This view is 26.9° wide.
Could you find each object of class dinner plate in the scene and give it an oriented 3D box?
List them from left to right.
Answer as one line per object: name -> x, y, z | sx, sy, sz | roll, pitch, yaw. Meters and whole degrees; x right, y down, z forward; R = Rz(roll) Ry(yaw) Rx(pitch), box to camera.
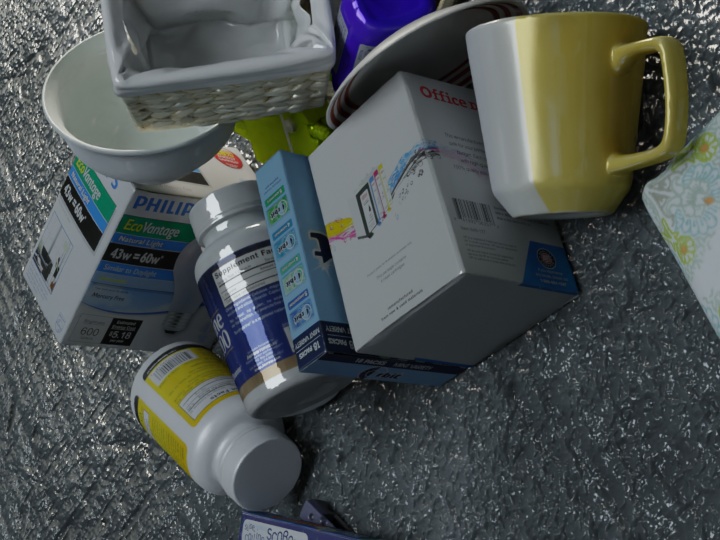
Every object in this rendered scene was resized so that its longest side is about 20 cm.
dinner plate -> 0.055, -0.182, 1.312 | 0.200, 0.199, 0.024 | -40, 71, 37

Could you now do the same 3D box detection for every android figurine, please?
android figurine -> -0.079, -0.147, 1.521 | 0.200, 0.041, 0.183 | 35, 148, 46

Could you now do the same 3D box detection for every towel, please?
towel -> 0.311, -0.053, 1.104 | 0.200, 0.048, 0.172 | -48, 47, 33

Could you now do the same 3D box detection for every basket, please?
basket -> -0.126, -0.211, 1.358 | 0.124, 0.198, 0.137 | 91, 170, -70

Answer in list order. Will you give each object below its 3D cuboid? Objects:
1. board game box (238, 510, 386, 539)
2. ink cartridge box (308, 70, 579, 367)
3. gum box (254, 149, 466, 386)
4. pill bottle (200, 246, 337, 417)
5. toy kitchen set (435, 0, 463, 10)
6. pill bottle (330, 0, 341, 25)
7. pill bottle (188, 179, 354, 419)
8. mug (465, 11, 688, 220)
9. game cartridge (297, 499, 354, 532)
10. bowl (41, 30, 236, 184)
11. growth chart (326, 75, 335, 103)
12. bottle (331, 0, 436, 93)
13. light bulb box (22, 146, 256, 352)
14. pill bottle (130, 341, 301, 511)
board game box -> -0.050, 0.307, 1.417 | 0.199, 0.034, 0.137 | 3, 84, 50
ink cartridge box -> 0.067, -0.042, 1.309 | 0.144, 0.146, 0.202 | -38, 56, 39
gum box -> 0.000, 0.000, 1.363 | 0.044, 0.169, 0.202 | -37, 57, 38
pill bottle -> -0.088, 0.035, 1.502 | 0.114, 0.113, 0.202 | -39, 56, 38
toy kitchen set -> 0.094, -0.264, 1.323 | 0.162, 0.200, 0.182 | 26, 107, 6
pill bottle -> -0.091, -0.280, 1.542 | 0.199, 0.115, 0.117 | 20, 98, 49
pill bottle -> -0.087, 0.024, 1.381 | 0.111, 0.110, 0.202 | -37, 68, 39
mug -> 0.164, -0.121, 1.208 | 0.187, 0.148, 0.155 | 168, 100, -82
game cartridge -> -0.016, 0.325, 1.426 | 0.200, 0.038, 0.131 | 38, 108, 46
bowl -> -0.204, -0.149, 1.473 | 0.202, 0.199, 0.091 | 56, 160, 39
growth chart -> -0.051, -0.226, 1.586 | 0.199, 0.018, 0.146 | 11, 90, 49
bottle -> 0.013, -0.197, 1.366 | 0.200, 0.083, 0.066 | 111, 139, -68
light bulb box -> -0.223, -0.029, 1.610 | 0.125, 0.197, 0.201 | 51, 122, 39
pill bottle -> -0.146, 0.162, 1.549 | 0.200, 0.111, 0.112 | 35, 109, 47
